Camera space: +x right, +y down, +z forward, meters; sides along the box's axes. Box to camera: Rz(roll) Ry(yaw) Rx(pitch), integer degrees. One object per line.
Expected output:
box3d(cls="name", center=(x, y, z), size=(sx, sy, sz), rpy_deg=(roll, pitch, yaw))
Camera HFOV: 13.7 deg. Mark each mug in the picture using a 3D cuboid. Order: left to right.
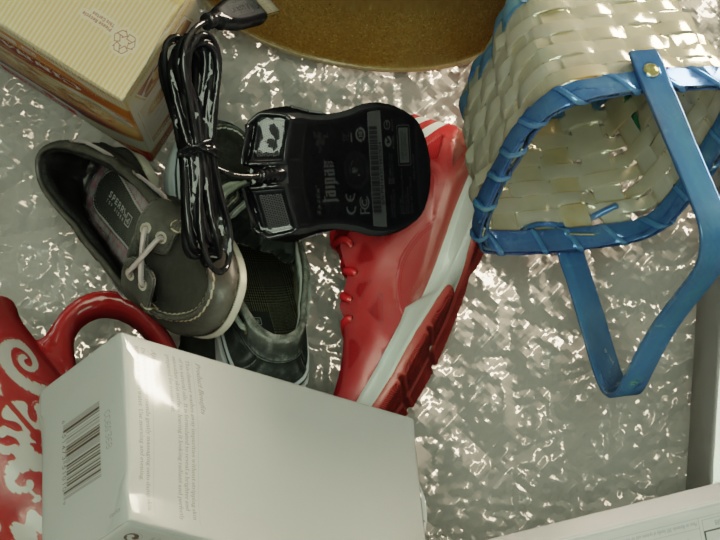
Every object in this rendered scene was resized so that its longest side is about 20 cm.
box3d(cls="mug", center=(-0.164, 0.116, 1.611), size=(0.178, 0.133, 0.200), rpy_deg=(-47, 75, 16))

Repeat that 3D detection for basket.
box3d(cls="basket", center=(0.135, -0.054, 1.593), size=(0.139, 0.176, 0.201), rpy_deg=(-3, 62, -19))

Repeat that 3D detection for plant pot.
box3d(cls="plant pot", center=(0.012, -0.241, 1.672), size=(0.186, 0.186, 0.201), rpy_deg=(10, 69, 1))

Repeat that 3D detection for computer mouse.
box3d(cls="computer mouse", center=(-0.042, -0.079, 1.596), size=(0.046, 0.200, 0.141), rpy_deg=(-3, 97, 41))

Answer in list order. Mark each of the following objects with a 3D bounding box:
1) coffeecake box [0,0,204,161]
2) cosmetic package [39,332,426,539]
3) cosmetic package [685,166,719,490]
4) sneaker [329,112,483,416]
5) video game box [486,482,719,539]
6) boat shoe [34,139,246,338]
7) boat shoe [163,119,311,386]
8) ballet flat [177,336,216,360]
box3d(cls="coffeecake box", center=(-0.166, -0.143, 1.635), size=(0.153, 0.200, 0.073), rpy_deg=(32, 84, 4))
box3d(cls="cosmetic package", center=(-0.064, 0.117, 1.557), size=(0.200, 0.081, 0.113), rpy_deg=(21, 51, -35))
box3d(cls="cosmetic package", center=(0.230, 0.029, 1.660), size=(0.084, 0.108, 0.201), rpy_deg=(3, 84, -2))
box3d(cls="sneaker", center=(0.000, 0.000, 1.690), size=(0.115, 0.078, 0.200), rpy_deg=(24, 71, 11))
box3d(cls="video game box", center=(0.151, 0.215, 1.570), size=(0.199, 0.047, 0.183), rpy_deg=(-12, 97, -12))
box3d(cls="boat shoe", center=(-0.125, -0.019, 1.629), size=(0.057, 0.200, 0.067), rpy_deg=(15, 106, -31))
box3d(cls="boat shoe", center=(-0.057, -0.018, 1.647), size=(0.072, 0.071, 0.200), rpy_deg=(-2, 50, -21))
box3d(cls="ballet flat", center=(-0.069, 0.101, 1.672), size=(0.068, 0.068, 0.201), rpy_deg=(-26, 83, 5))
